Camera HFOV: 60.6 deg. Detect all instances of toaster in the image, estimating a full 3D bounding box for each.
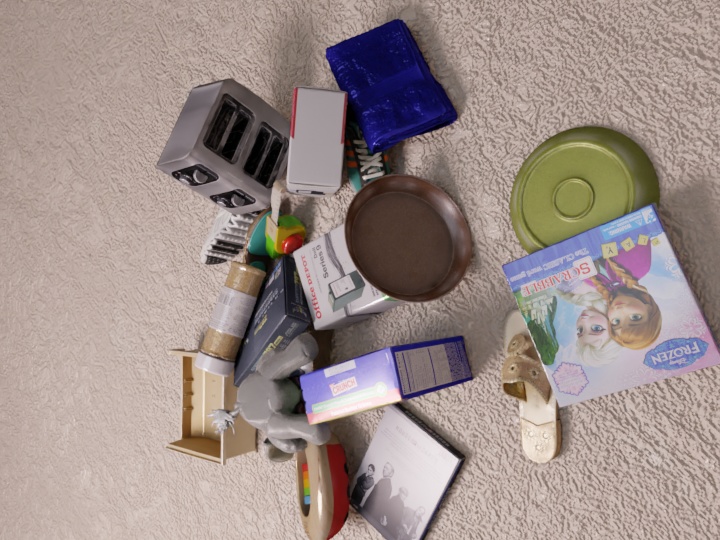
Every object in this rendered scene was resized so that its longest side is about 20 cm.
[{"bbox_3d":[-0.225,-0.219,1.077,0.118,0.181,0.200,4,68,45],"label":"toaster"}]

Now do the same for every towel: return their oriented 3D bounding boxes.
[{"bbox_3d":[0.045,-0.292,0.955,0.147,0.050,0.200,-23,72,-7],"label":"towel"}]

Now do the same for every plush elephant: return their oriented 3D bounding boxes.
[{"bbox_3d":[-0.121,0.214,0.986,0.200,0.155,0.165,-22,71,14],"label":"plush elephant"}]

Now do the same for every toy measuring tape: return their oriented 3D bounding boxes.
[{"bbox_3d":[-0.128,-0.090,1.093,0.074,0.073,0.200,52,149,26],"label":"toy measuring tape"}]

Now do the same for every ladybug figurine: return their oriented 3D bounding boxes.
[{"bbox_3d":[-0.063,0.357,1.038,0.136,0.072,0.201,138,129,-63],"label":"ladybug figurine"}]

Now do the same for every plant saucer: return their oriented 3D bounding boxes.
[{"bbox_3d":[0.068,-0.045,0.909,0.034,0.200,0.201,132,124,-64],"label":"plant saucer"},{"bbox_3d":[0.286,-0.094,0.820,0.200,0.031,0.201,-1,89,38],"label":"plant saucer"}]

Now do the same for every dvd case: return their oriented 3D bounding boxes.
[{"bbox_3d":[0.066,0.334,0.985,0.150,0.025,0.200,34,109,34],"label":"dvd case"}]

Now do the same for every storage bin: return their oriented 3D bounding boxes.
[{"bbox_3d":[-0.303,0.260,1.229,0.198,0.094,0.201,0,89,38],"label":"storage bin"}]

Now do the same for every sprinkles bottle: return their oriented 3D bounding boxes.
[{"bbox_3d":[-0.233,0.086,1.108,0.068,0.068,0.201,15,84,37],"label":"sprinkles bottle"}]

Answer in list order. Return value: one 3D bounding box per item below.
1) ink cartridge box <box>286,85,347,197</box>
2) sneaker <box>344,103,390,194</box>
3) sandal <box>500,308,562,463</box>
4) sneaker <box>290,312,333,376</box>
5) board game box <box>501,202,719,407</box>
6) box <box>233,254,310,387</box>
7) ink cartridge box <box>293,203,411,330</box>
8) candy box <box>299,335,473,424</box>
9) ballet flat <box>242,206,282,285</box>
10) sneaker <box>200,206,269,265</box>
[{"bbox_3d":[-0.074,-0.200,0.999,0.083,0.200,0.146,4,92,-6],"label":"ink cartridge box"},{"bbox_3d":[0.007,-0.200,0.995,0.071,0.080,0.201,-14,77,-5],"label":"sneaker"},{"bbox_3d":[0.226,0.157,0.836,0.077,0.070,0.212,-12,81,37],"label":"sandal"},{"bbox_3d":[-0.108,0.137,1.096,0.108,0.070,0.201,1,93,36],"label":"sneaker"},{"bbox_3d":[0.306,0.047,0.768,0.200,0.041,0.200,-26,82,30],"label":"board game box"},{"bbox_3d":[-0.162,0.094,1.100,0.200,0.051,0.158,-52,30,30],"label":"box"},{"bbox_3d":[0.000,0.000,1.005,0.200,0.084,0.146,-27,74,34],"label":"ink cartridge box"},{"bbox_3d":[0.041,0.156,0.897,0.169,0.200,0.077,-23,75,36],"label":"candy box"},{"bbox_3d":[-0.200,-0.032,1.184,0.072,0.068,0.201,32,113,54],"label":"ballet flat"},{"bbox_3d":[-0.255,-0.096,1.221,0.200,0.075,0.081,-51,52,16],"label":"sneaker"}]
